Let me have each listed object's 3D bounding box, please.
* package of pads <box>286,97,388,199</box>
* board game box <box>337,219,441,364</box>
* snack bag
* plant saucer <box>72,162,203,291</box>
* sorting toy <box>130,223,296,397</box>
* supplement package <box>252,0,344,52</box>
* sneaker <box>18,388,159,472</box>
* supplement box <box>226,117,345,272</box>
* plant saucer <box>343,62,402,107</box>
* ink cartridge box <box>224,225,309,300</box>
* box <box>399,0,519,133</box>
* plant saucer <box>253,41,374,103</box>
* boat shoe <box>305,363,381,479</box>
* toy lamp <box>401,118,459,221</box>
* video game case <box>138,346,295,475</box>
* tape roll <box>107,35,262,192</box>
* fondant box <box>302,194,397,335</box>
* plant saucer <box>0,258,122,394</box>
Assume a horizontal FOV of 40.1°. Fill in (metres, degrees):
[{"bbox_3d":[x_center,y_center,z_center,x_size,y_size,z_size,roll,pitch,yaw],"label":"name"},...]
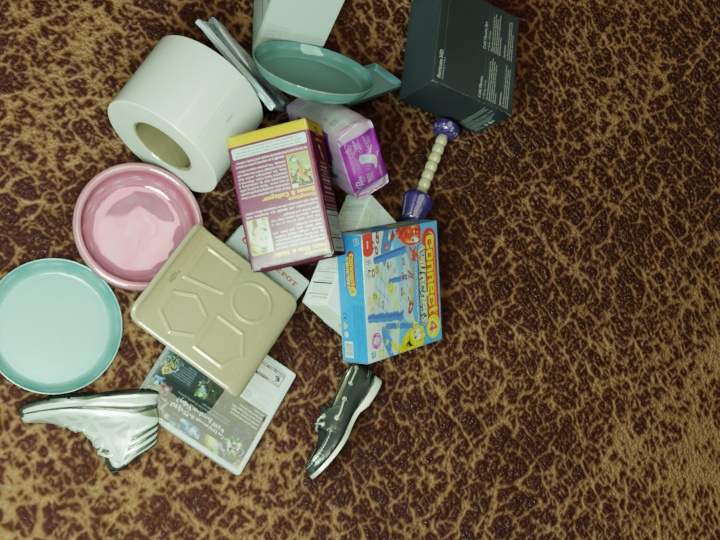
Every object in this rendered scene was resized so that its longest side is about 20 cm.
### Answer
[{"bbox_3d":[-0.041,-0.205,1.585,0.075,0.200,0.122,-30,124,-16],"label":"package of pads"},{"bbox_3d":[0.049,0.029,1.574,0.194,0.055,0.204,-13,103,-49],"label":"board game box"},{"bbox_3d":[-0.185,-0.332,1.593,0.021,0.200,0.189,-40,93,8],"label":"snack bag"},{"bbox_3d":[-0.345,-0.064,1.528,0.197,0.051,0.204,6,73,-19],"label":"plant saucer"},{"bbox_3d":[-0.211,0.058,1.438,0.199,0.036,0.186,40,57,-11],"label":"sorting toy"},{"bbox_3d":[-0.101,-0.453,1.630,0.115,0.200,0.119,9,60,-18],"label":"supplement package"},{"bbox_3d":[-0.388,0.235,1.420,0.197,0.076,0.118,-2,89,-10],"label":"sneaker"},{"bbox_3d":[-0.108,-0.109,1.460,0.129,0.103,0.203,-11,89,11],"label":"supplement box"},{"bbox_3d":[0.001,-0.315,1.686,0.070,0.019,0.199,38,33,14],"label":"plant saucer"},{"bbox_3d":[-0.193,0.052,1.517,0.145,0.083,0.201,39,56,-6],"label":"ink cartridge box"},{"bbox_3d":[0.178,-0.379,1.761,0.180,0.104,0.203,18,69,-30],"label":"box"},{"bbox_3d":[-0.076,-0.311,1.566,0.197,0.028,0.201,13,30,-7],"label":"plant saucer"},{"bbox_3d":[-0.038,0.233,1.554,0.060,0.074,0.201,38,64,-7],"label":"boat shoe"},{"bbox_3d":[0.121,-0.170,1.729,0.058,0.058,0.202,28,69,-12],"label":"toy lamp"},{"bbox_3d":[-0.225,0.184,1.524,0.199,0.023,0.183,35,66,-10],"label":"video game case"},{"bbox_3d":[-0.268,-0.239,1.520,0.202,0.202,0.140,36,67,-8],"label":"tape roll"},{"bbox_3d":[0.000,0.000,1.601,0.144,0.058,0.202,43,61,-43],"label":"fondant box"},{"bbox_3d":[-0.454,0.083,1.460,0.197,0.027,0.204,5,74,-19],"label":"plant saucer"}]
